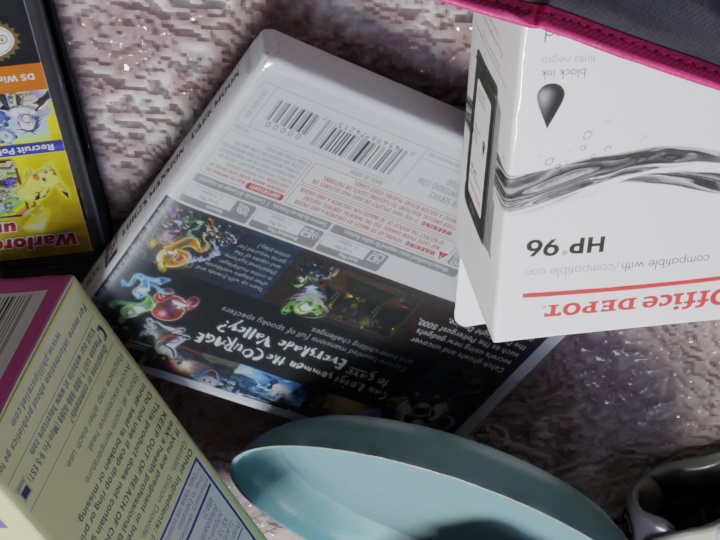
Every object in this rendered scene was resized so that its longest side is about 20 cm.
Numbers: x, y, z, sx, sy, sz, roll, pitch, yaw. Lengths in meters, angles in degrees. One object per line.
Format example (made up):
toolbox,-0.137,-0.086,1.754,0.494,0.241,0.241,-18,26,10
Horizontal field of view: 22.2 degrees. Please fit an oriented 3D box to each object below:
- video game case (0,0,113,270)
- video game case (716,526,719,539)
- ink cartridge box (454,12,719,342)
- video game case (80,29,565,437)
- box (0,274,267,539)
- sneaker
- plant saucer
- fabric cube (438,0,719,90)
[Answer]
video game case,-0.212,-0.068,0.723,0.198,0.026,0.182,-5,133,3
video game case,0.235,0.149,0.820,0.181,0.022,0.201,-24,131,-19
ink cartridge box,0.100,-0.043,0.687,0.115,0.068,0.201,-5,128,-9
video game case,0.000,0.000,0.775,0.199,0.023,0.182,20,131,-27
box,-0.163,0.105,0.806,0.174,0.097,0.201,-3,136,30
sneaker,0.143,0.140,0.890,0.088,0.074,0.200,34,114,-25
plant saucer,0.037,0.112,0.839,0.198,0.028,0.200,17,158,7
fabric cube,0.090,-0.188,0.448,0.198,0.201,0.196,15,155,-14
